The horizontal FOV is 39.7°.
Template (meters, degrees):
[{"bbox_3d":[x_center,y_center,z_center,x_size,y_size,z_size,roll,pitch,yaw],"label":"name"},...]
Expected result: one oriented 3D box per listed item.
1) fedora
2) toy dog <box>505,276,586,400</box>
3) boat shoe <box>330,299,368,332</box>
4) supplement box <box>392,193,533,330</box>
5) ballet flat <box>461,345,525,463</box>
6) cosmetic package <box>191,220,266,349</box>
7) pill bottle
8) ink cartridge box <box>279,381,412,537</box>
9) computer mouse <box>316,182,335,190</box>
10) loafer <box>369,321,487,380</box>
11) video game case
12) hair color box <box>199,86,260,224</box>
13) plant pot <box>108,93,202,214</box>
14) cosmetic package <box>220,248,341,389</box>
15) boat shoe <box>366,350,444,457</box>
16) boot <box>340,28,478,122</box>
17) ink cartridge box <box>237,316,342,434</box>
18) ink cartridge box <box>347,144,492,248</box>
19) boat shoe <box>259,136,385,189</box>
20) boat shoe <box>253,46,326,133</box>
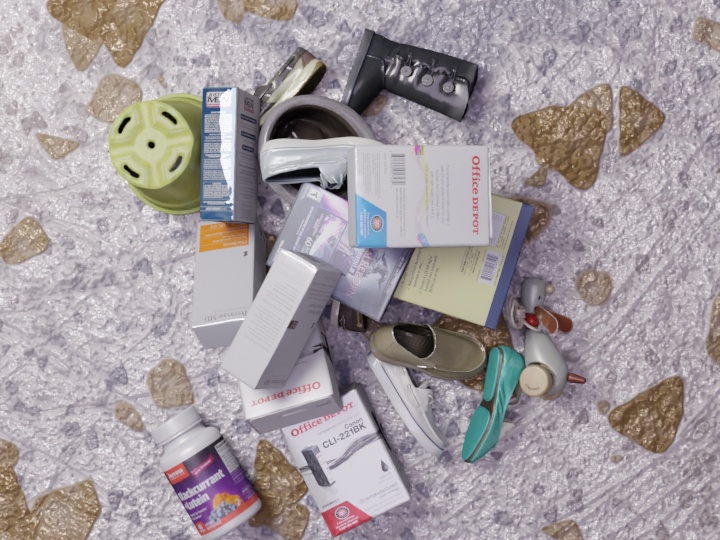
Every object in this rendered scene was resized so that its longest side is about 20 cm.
[{"bbox_3d":[-0.068,-0.180,1.583,0.199,0.090,0.178,32,87,-3],"label":"fedora"},{"bbox_3d":[0.304,0.113,1.579,0.096,0.132,0.202,-7,101,26],"label":"toy dog"},{"bbox_3d":[0.000,0.000,1.609,0.059,0.072,0.202,13,97,13],"label":"boat shoe"},{"bbox_3d":[0.144,-0.035,1.569,0.198,0.134,0.202,17,93,3],"label":"supplement box"},{"bbox_3d":[0.223,0.223,1.610,0.070,0.067,0.202,15,95,-15],"label":"ballet flat"},{"bbox_3d":[-0.206,0.015,1.573,0.100,0.071,0.201,-9,56,8],"label":"cosmetic package"},{"bbox_3d":[-0.255,0.326,1.619,0.111,0.111,0.201,-31,89,4],"label":"pill bottle"},{"bbox_3d":[-0.023,0.303,1.616,0.143,0.084,0.201,-27,89,4],"label":"ink cartridge box"},{"bbox_3d":[-0.057,-0.093,1.637,0.058,0.034,0.202,-3,85,2],"label":"computer mouse"},{"bbox_3d":[0.115,0.126,1.584,0.198,0.068,0.076,9,67,-16],"label":"loafer"},{"bbox_3d":[-0.028,-0.030,1.515,0.199,0.019,0.144,26,95,11],"label":"video game case"},{"bbox_3d":[-0.201,-0.175,1.540,0.060,0.100,0.202,2,90,15],"label":"hair color box"},{"bbox_3d":[-0.308,-0.191,1.570,0.198,0.184,0.202,0,92,4],"label":"plant pot"},{"bbox_3d":[-0.116,0.073,1.469,0.074,0.102,0.201,28,97,21],"label":"cosmetic package"},{"bbox_3d":[0.088,0.204,1.617,0.065,0.072,0.201,-33,81,9],"label":"boat shoe"},{"bbox_3d":[0.076,-0.281,1.607,0.198,0.066,0.166,19,95,-1],"label":"boot"},{"bbox_3d":[-0.122,0.140,1.578,0.143,0.084,0.201,-17,62,4],"label":"ink cartridge box"},{"bbox_3d":[0.084,-0.106,1.443,0.198,0.085,0.146,-1,91,-9],"label":"ink cartridge box"},{"bbox_3d":[-0.052,-0.154,1.497,0.199,0.070,0.072,0,71,1],"label":"boat shoe"},{"bbox_3d":[-0.142,-0.275,1.618,0.201,0.072,0.066,-46,76,6],"label":"boat shoe"}]
